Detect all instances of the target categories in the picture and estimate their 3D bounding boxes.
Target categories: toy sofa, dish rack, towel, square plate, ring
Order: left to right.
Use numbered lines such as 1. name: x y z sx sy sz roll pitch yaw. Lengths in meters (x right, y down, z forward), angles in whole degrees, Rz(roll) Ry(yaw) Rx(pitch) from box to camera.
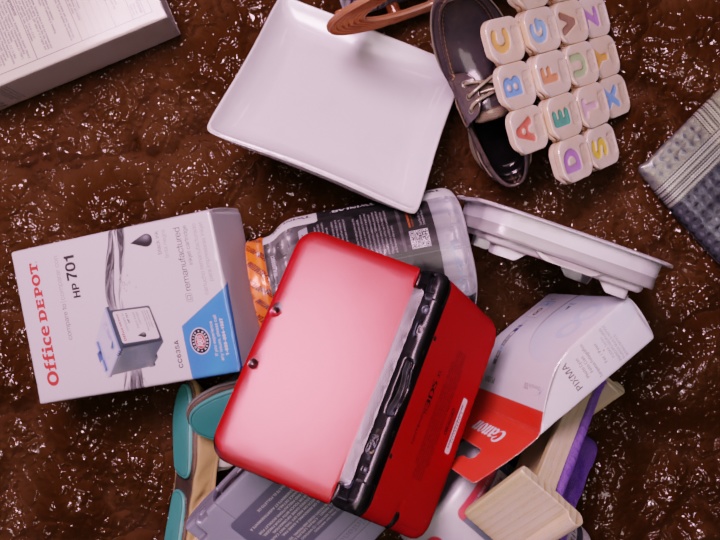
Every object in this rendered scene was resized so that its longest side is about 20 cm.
1. square plate: -0.017 -0.156 0.816 0.198 0.028 0.200 21 55 -1
2. ring: 0.062 -0.253 0.771 0.200 0.200 0.019 -21 96 -1
3. dish rack: 0.168 -0.021 0.778 0.171 0.200 0.044 20 94 -2
4. toy sofa: 0.180 0.169 0.777 0.098 0.200 0.083 42 127 2
5. towel: 0.408 -0.099 0.871 0.200 0.035 0.193 -43 89 2

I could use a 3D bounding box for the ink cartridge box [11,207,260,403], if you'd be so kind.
1. ink cartridge box: -0.202 0.033 0.805 0.199 0.086 0.147 -11 91 11

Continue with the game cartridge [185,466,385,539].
1. game cartridge: -0.040 0.197 0.772 0.133 0.042 0.200 42 99 -18

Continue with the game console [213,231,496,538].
1. game console: 0.004 0.096 0.725 0.118 0.172 0.200 11 72 38

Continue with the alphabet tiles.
1. alphabet tiles: 0.188 -0.185 0.804 0.195 0.015 0.201 -24 101 -39

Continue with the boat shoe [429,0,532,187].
1. boat shoe: 0.121 -0.163 0.795 0.074 0.073 0.200 -24 124 7

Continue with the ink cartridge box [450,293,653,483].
1. ink cartridge box: 0.142 0.096 0.783 0.200 0.160 0.047 -36 98 -10

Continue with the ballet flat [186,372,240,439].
1. ballet flat: -0.062 0.108 0.804 0.199 0.064 0.068 -15 115 10

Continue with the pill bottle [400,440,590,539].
1. pill bottle: 0.146 0.266 0.821 0.200 0.120 0.120 41 90 -2

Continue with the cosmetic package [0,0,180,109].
1. cosmetic package: -0.286 -0.240 0.826 0.199 0.073 0.104 -22 91 -1

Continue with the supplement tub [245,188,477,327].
1. supplement tub: 0.000 0.000 0.812 0.199 0.123 0.123 -11 91 -2

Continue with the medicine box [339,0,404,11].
1. medicine box: 0.050 -0.364 0.818 0.199 0.103 0.183 -18 91 -2

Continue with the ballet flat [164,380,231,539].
1. ballet flat: -0.154 0.205 0.850 0.063 0.069 0.201 5 93 -29
